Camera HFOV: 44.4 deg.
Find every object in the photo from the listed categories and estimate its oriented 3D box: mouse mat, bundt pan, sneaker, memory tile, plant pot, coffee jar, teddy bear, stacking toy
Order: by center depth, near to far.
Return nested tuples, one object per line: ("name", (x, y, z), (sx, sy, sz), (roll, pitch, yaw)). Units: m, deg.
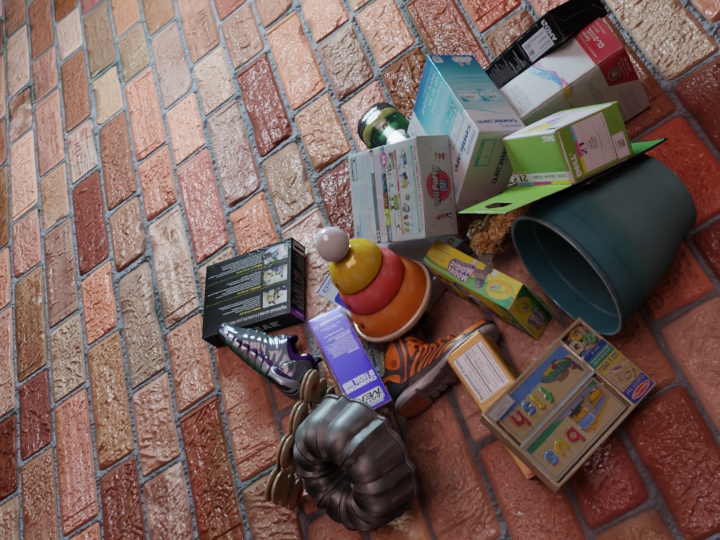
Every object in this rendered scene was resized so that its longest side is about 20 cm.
("plant pot", (0.337, -0.051, 1.182), (0.188, 0.201, 0.200), (-40, 47, -10))
("mouse mat", (0.301, -0.141, 1.212), (0.160, 0.008, 0.199), (-28, 12, -23))
("bundt pan", (-0.019, 0.278, 1.229), (0.200, 0.204, 0.075), (17, 35, 40))
("stacking toy", (0.000, 0.000, 1.310), (0.145, 0.200, 0.147), (-27, 40, 26))
("sneaker", (0.107, 0.116, 1.314), (0.199, 0.077, 0.113), (-39, 50, 10))
("memory tile", (-0.086, 0.256, 1.325), (0.017, 0.154, 0.202), (14, 72, 18))
("teddy bear", (0.245, -0.092, 1.325), (0.198, 0.067, 0.145), (-25, 15, 29))
("sneaker", (-0.154, 0.131, 1.495), (0.199, 0.075, 0.088), (34, 75, 27))
("coffee jar", (0.076, -0.202, 1.499), (0.085, 0.104, 0.200), (-44, 48, 6))

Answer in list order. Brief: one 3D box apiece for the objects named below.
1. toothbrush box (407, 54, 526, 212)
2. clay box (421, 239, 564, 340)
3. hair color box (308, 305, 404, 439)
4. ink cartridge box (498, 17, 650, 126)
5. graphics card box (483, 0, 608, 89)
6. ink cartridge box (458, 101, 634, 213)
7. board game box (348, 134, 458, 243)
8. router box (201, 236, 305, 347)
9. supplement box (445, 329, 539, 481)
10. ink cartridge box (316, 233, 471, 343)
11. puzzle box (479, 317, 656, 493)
("toothbrush box", (0.155, -0.208, 1.325), (0.084, 0.148, 0.201), (-6, 47, -21))
("clay box", (0.192, 0.033, 1.278), (0.199, 0.115, 0.048), (32, 85, 42))
("hair color box", (-0.008, 0.165, 1.335), (0.064, 0.110, 0.201), (-26, 48, -7))
("ink cartridge box", (0.316, -0.257, 1.334), (0.199, 0.146, 0.083), (-34, 50, 14))
("graphics card box", (0.278, -0.349, 1.378), (0.125, 0.051, 0.200), (-33, -3, -34))
("ink cartridge box", (0.229, -0.144, 1.152), (0.198, 0.077, 0.148), (-24, 11, -15))
("board game box", (0.060, -0.119, 1.349), (0.199, 0.064, 0.150), (-2, 94, 60))
("router box", (-0.192, 0.041, 1.581), (0.198, 0.051, 0.151), (-17, 58, 27))
("supplement box", (0.199, 0.181, 1.189), (0.069, 0.066, 0.201), (-36, 65, 11))
("ink cartridge box", (0.051, 0.002, 1.442), (0.199, 0.047, 0.199), (31, 86, 44))
("puzzle box", (0.267, 0.170, 1.133), (0.200, 0.026, 0.133), (-41, 69, -19))
